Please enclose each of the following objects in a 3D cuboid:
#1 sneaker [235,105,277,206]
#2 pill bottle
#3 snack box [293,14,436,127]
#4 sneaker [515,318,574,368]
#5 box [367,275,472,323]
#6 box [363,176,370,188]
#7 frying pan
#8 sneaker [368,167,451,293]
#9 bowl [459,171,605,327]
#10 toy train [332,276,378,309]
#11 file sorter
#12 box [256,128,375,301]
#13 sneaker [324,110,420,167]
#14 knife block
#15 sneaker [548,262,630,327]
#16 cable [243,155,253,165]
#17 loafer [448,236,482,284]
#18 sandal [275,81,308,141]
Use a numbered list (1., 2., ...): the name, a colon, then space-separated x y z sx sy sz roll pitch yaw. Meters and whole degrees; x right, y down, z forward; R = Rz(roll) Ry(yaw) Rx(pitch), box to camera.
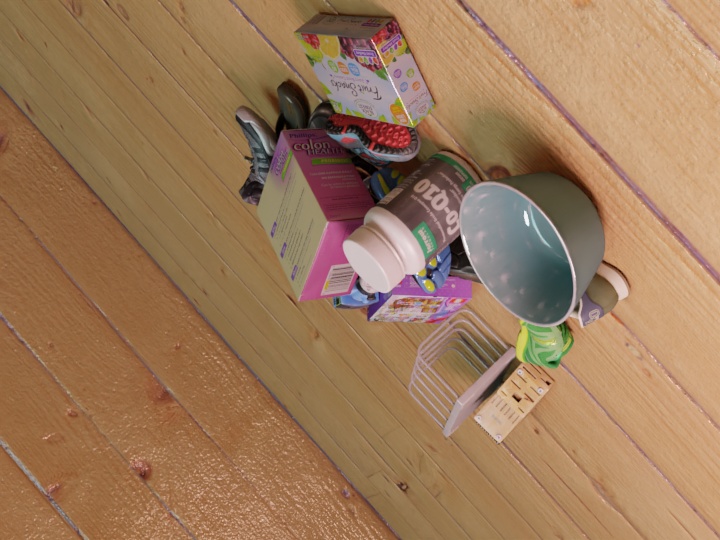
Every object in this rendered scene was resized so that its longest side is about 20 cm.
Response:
1. sneaker: -0.183 -0.186 1.889 0.201 0.113 0.076 53 -172 -16
2. pill bottle: 0.077 -0.067 1.506 0.113 0.200 0.113 41 160 18
3. snack box: 0.004 -0.281 1.486 0.199 0.053 0.143 22 149 54
4. sneaker: 0.278 0.082 1.569 0.083 0.074 0.201 22 155 18
5. box: 0.096 0.050 1.811 0.200 0.135 0.040 129 142 -71
6. box: 0.039 -0.057 1.853 0.201 0.046 0.159 51 161 -4
7. frying pan: -0.030 -0.182 1.709 0.191 0.031 0.115 61 141 11
8. sneaker: 0.073 -0.060 1.607 0.201 0.070 0.083 61 163 3
9. bowl: 0.227 -0.042 1.334 0.200 0.105 0.202 40 147 32
10. toy train: 0.000 0.000 1.766 0.200 0.086 0.116 148 116 -74
11. file sorter: 0.170 0.177 1.871 0.125 0.138 0.200 45 161 16
12. box: -0.069 -0.088 1.657 0.201 0.096 0.177 61 145 34
13. sneaker: 0.036 -0.196 1.582 0.095 0.080 0.199 39 174 -38
14. knife block: 0.277 0.224 1.864 0.064 0.175 0.201 43 116 13
15. sneaker: 0.256 0.012 1.427 0.200 0.090 0.067 30 155 44
16. cable: -0.115 -0.186 1.961 0.199 0.097 0.050 35 -158 -14
17. loafer: 0.176 -0.005 1.614 0.199 0.072 0.063 23 154 49
18. sandal: -0.117 -0.237 1.837 0.082 0.054 0.201 41 161 28
